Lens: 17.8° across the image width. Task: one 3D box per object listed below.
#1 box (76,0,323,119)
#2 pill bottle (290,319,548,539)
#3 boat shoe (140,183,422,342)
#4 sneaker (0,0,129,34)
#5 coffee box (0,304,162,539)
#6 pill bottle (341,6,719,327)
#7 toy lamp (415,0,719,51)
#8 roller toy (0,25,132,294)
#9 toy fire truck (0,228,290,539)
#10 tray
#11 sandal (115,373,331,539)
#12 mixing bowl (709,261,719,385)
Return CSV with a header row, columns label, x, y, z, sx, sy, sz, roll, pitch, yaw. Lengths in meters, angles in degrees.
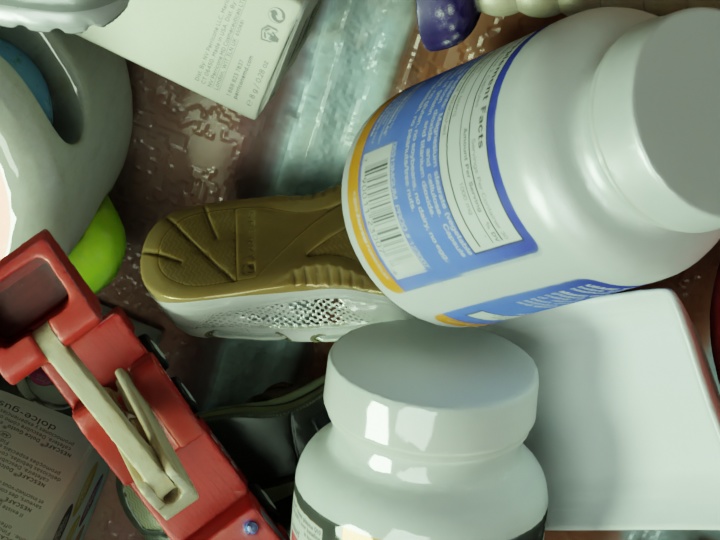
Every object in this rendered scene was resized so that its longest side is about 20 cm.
label,x,y,z,sx,sy,sz,roll,pitch,yaw
box,-0.112,-0.151,1.012,0.200,0.082,0.068,25,127,-1
pill bottle,0.024,0.132,1.049,0.116,0.116,0.201,10,113,12
boat shoe,0.000,0.000,1.090,0.199,0.071,0.069,-2,148,10
sneaker,-0.191,-0.155,0.952,0.199,0.075,0.082,7,115,3
coffee box,-0.246,0.115,1.158,0.200,0.198,0.200,24,126,1
pill bottle,0.086,-0.044,0.941,0.112,0.112,0.200,47,152,-15
toy lamp,0.125,-0.117,0.971,0.199,0.058,0.058,2,123,16
roller toy,-0.210,-0.062,1.059,0.199,0.140,0.183,12,122,8
toy fire truck,-0.099,0.072,1.032,0.049,0.141,0.200,-35,98,0
tray,0.104,0.063,1.022,0.200,0.022,0.108,-12,98,62
sandal,-0.022,0.085,1.137,0.201,0.057,0.080,-22,99,3
mixing bowl,0.222,0.027,0.969,0.200,0.200,0.108,38,146,-9
